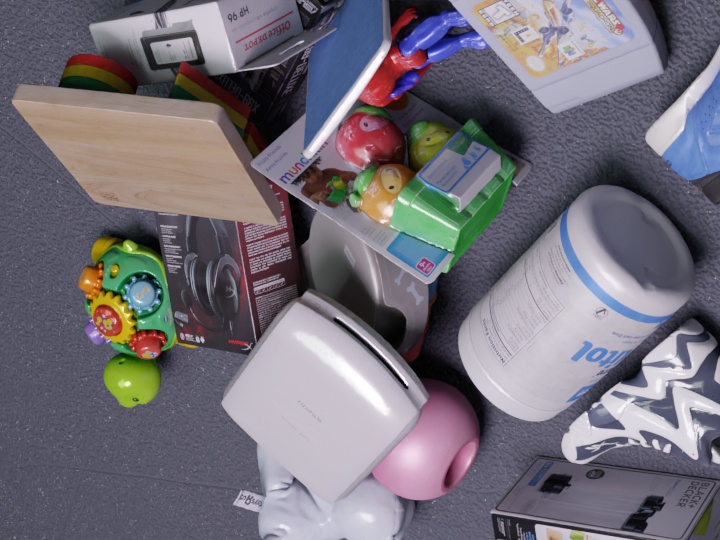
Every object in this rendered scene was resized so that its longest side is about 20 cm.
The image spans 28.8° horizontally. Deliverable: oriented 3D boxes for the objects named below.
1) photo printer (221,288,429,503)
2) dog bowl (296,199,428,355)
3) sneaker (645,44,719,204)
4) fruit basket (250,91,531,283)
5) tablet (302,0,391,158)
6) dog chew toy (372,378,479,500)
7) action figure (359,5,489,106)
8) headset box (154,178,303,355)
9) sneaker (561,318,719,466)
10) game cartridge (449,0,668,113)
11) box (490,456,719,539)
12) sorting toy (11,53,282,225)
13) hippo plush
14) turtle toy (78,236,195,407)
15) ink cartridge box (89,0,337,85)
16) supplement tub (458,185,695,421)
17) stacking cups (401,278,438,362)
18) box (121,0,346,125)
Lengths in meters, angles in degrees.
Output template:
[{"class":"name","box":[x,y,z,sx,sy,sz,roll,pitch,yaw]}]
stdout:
[{"class":"photo printer","box":[-0.032,0.117,1.331,0.166,0.069,0.200,42,139,3]},{"class":"dog bowl","box":[0.000,0.000,1.372,0.200,0.058,0.202,40,137,50]},{"class":"sneaker","box":[0.322,-0.132,1.119,0.111,0.077,0.200,47,135,11]},{"class":"fruit basket","box":[0.032,-0.099,1.267,0.199,0.185,0.094,37,143,11]},{"class":"tablet","box":[-0.010,-0.193,1.234,0.014,0.201,0.130,28,120,-19]},{"class":"dog chew toy","box":[0.025,0.148,1.453,0.199,0.124,0.126,32,129,26]},{"class":"action figure","box":[0.055,-0.199,1.243,0.199,0.052,0.065,-28,140,17]},{"class":"headset box","box":[-0.138,-0.023,1.458,0.148,0.077,0.202,6,110,47]},{"class":"sneaker","box":[0.283,0.151,1.299,0.130,0.079,0.199,49,121,13]},{"class":"game cartridge","box":[0.161,-0.216,1.152,0.132,0.042,0.200,-14,136,42]},{"class":"box","box":[0.240,0.243,1.357,0.198,0.116,0.061,4,115,34]},{"class":"sorting toy","box":[-0.184,-0.126,1.291,0.198,0.070,0.199,8,158,17]},{"class":"hippo plush","box":[-0.027,0.237,1.519,0.159,0.200,0.161,-10,78,18]},{"class":"turtle toy","box":[-0.257,0.058,1.601,0.144,0.101,0.202,13,121,28]},{"class":"ink cartridge box","box":[-0.134,-0.225,1.288,0.198,0.116,0.069,-2,115,35]},{"class":"supplement tub","box":[0.192,0.031,1.263,0.132,0.132,0.200,44,131,6]},{"class":"stacking cups","box":[0.054,0.007,1.388,0.060,0.060,0.202,24,126,21]},{"class":"box","box":[-0.126,-0.265,1.371,0.200,0.050,0.158,41,131,9]}]
